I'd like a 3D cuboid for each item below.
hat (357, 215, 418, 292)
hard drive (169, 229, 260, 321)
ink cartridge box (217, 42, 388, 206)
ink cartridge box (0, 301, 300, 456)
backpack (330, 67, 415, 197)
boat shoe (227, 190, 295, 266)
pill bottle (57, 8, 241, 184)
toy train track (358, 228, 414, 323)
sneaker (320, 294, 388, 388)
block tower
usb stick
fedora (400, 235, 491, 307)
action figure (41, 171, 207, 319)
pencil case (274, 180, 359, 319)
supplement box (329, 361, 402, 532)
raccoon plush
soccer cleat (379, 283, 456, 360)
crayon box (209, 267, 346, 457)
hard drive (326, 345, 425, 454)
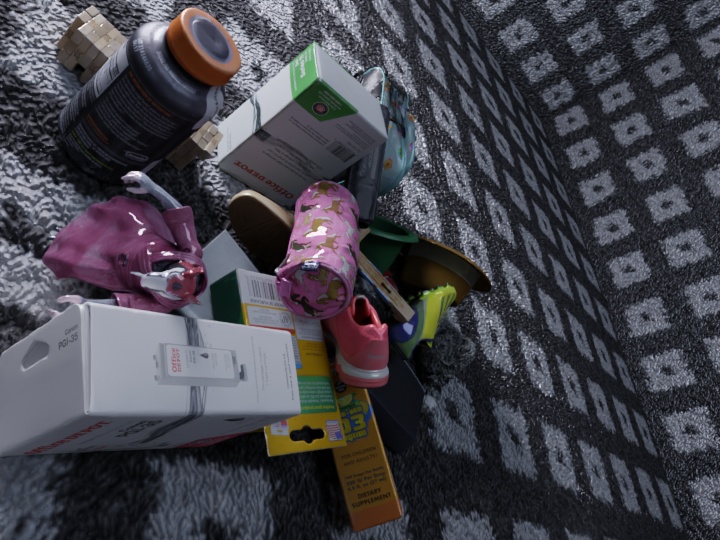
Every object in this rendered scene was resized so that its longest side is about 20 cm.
[{"bbox_3d":[-0.002,0.000,0.934,0.200,0.176,0.166,24,15,17],"label":"hat"},{"bbox_3d":[-0.140,0.065,0.664,0.200,0.033,0.140,54,31,-16],"label":"hard drive"},{"bbox_3d":[-0.085,-0.195,0.786,0.147,0.200,0.083,30,41,-44],"label":"ink cartridge box"},{"bbox_3d":[-0.174,0.100,0.474,0.200,0.146,0.083,17,55,-50],"label":"ink cartridge box"},{"bbox_3d":[0.002,-0.213,0.956,0.153,0.176,0.200,35,53,-44],"label":"backpack"},{"bbox_3d":[-0.108,-0.048,0.773,0.200,0.071,0.065,49,27,-41],"label":"boat shoe"},{"bbox_3d":[-0.214,-0.179,0.575,0.106,0.200,0.106,36,40,-38],"label":"pill bottle"},{"bbox_3d":[0.000,0.000,0.808,0.200,0.033,0.115,48,47,-5],"label":"toy train track"},{"bbox_3d":[-0.011,0.061,0.696,0.074,0.087,0.200,2,22,-27],"label":"sneaker"},{"bbox_3d":[-0.263,-0.209,0.669,0.200,0.058,0.054,44,36,-26],"label":"block tower"},{"bbox_3d":[0.007,-0.160,0.827,0.055,0.033,0.200,15,72,-18],"label":"usb stick"},{"bbox_3d":[0.143,0.012,1.042,0.201,0.201,0.082,39,75,-35],"label":"fedora"},{"bbox_3d":[-0.193,0.002,0.498,0.134,0.200,0.149,-57,141,-14],"label":"action figure"},{"bbox_3d":[-0.047,-0.032,0.680,0.087,0.083,0.200,56,22,-30],"label":"pencil case"},{"bbox_3d":[-0.006,0.213,0.700,0.069,0.066,0.200,80,-7,-72],"label":"supplement box"},{"bbox_3d":[0.122,0.128,0.963,0.134,0.097,0.200,50,32,-9],"label":"raccoon plush"},{"bbox_3d":[0.101,0.080,0.898,0.200,0.065,0.084,-27,93,-51],"label":"soccer cleat"},{"bbox_3d":[-0.092,0.106,0.623,0.126,0.052,0.200,15,54,-52],"label":"crayon box"},{"bbox_3d":[0.026,0.162,0.832,0.200,0.042,0.135,51,32,-19],"label":"hard drive"}]
